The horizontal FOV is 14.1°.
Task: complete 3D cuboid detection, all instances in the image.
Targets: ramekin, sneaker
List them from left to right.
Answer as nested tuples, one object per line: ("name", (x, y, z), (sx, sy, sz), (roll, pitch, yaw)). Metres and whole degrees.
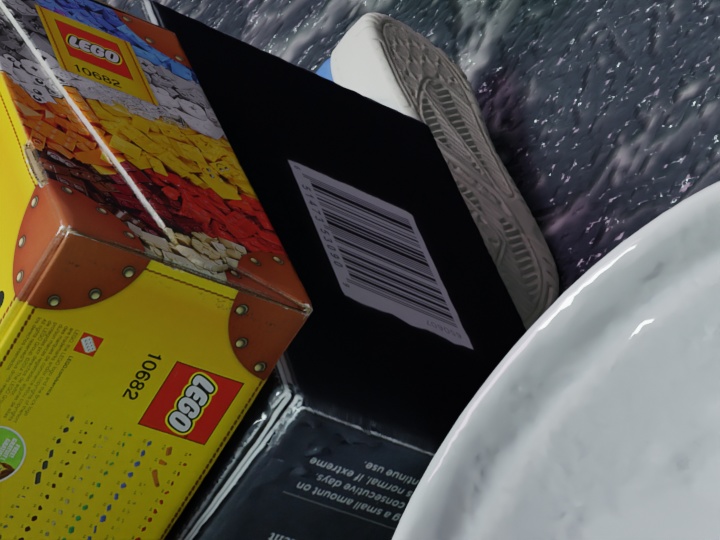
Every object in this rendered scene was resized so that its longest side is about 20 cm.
("sneaker", (0.001, 0.000, 1.041), (0.111, 0.077, 0.200), (-50, 31, 22))
("ramekin", (0.103, 0.081, 0.709), (0.200, 0.105, 0.200), (-40, 26, 24))

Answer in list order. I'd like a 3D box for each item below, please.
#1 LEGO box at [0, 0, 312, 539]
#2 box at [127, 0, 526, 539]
("LEGO box", (-0.113, 0.037, 0.815), (0.200, 0.077, 0.149), (-56, 33, 21))
("box", (-0.050, 0.063, 0.893), (0.197, 0.124, 0.200), (-52, 35, 23))
